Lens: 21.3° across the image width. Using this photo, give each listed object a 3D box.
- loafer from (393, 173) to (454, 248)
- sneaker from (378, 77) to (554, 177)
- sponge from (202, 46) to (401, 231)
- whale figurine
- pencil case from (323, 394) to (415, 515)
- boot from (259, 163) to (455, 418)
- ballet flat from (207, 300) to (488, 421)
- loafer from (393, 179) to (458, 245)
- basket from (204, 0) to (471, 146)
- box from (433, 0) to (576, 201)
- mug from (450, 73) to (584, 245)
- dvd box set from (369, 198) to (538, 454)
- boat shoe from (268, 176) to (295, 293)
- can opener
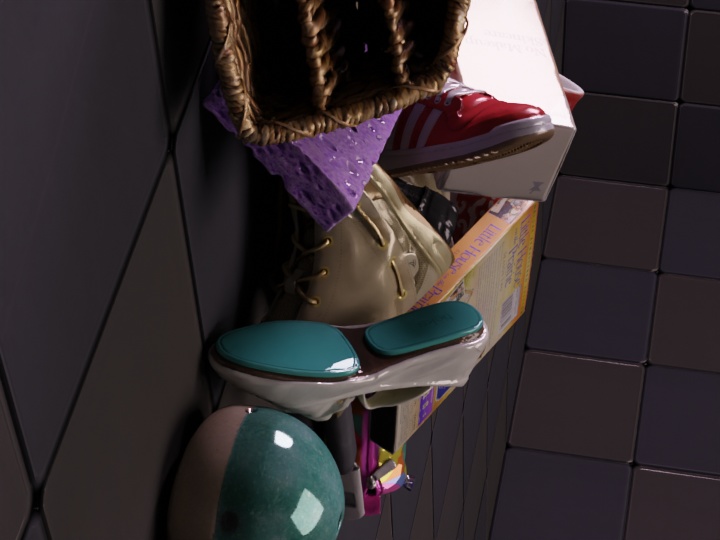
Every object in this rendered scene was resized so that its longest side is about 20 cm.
[{"bbox_3d":[0.030,-0.037,1.517,0.069,0.075,0.201,-60,151,-24],"label":"loafer"},{"bbox_3d":[0.051,-0.127,1.357,0.071,0.199,0.114,-7,90,-42],"label":"sneaker"},{"bbox_3d":[-0.029,-0.115,1.236,0.030,0.112,0.200,-39,-167,27],"label":"sponge"},{"bbox_3d":[-0.066,0.188,1.218,0.159,0.103,0.202,-37,133,-77],"label":"whale figurine"},{"bbox_3d":[0.006,0.102,1.641,0.089,0.087,0.202,-63,155,-64],"label":"pencil case"},{"bbox_3d":[-0.037,-0.005,1.309,0.156,0.073,0.200,-54,130,-10],"label":"boot"},{"bbox_3d":[-0.006,0.068,1.274,0.069,0.198,0.070,172,-90,-67],"label":"ballet flat"},{"bbox_3d":[0.000,0.000,1.470,0.201,0.070,0.068,-49,-166,42],"label":"loafer"},{"bbox_3d":[-0.009,-0.187,1.082,0.149,0.141,0.202,-65,148,-65],"label":"basket"},{"bbox_3d":[0.095,-0.152,1.485,0.201,0.094,0.078,-103,-155,-43],"label":"box"},{"bbox_3d":[0.074,-0.098,1.651,0.202,0.176,0.133,-66,-149,14],"label":"mug"},{"bbox_3d":[0.077,0.040,1.590,0.200,0.029,0.147,-45,153,-33],"label":"dvd box set"},{"bbox_3d":[-0.039,0.002,1.401,0.076,0.071,0.202,-35,129,-46],"label":"boat shoe"},{"bbox_3d":[-0.031,0.159,1.563,0.201,0.053,0.067,84,16,-50],"label":"can opener"}]
